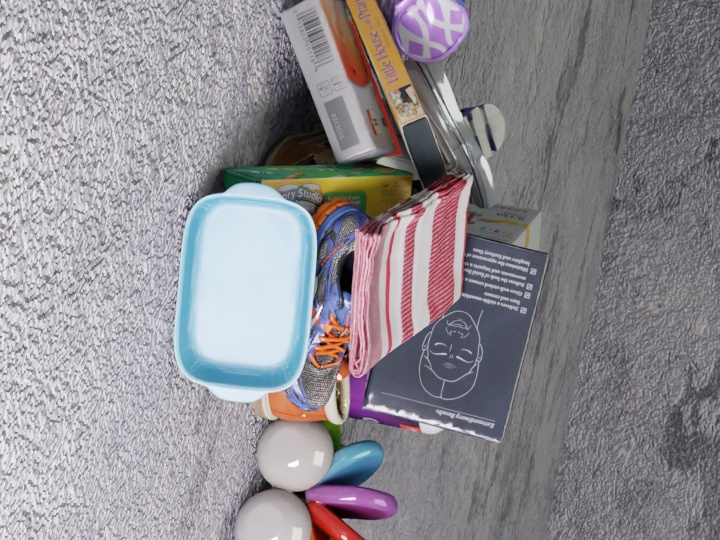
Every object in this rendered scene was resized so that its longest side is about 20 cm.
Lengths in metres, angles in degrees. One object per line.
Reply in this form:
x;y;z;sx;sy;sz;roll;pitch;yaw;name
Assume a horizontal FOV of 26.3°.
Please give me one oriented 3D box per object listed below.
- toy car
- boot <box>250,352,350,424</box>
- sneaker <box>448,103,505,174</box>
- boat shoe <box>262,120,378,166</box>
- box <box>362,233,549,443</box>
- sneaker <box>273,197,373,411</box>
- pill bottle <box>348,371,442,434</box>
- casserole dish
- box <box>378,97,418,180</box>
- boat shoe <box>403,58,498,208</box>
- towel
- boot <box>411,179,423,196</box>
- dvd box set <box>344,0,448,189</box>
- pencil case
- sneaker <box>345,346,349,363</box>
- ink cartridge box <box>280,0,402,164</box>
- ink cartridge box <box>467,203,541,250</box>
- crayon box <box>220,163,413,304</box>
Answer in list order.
-0.037;0.255;1.649;0.175;0.150;0.201;56;47;-65;toy car
-0.056;0.067;1.556;0.075;0.107;0.200;-46;140;-51;boot
0.068;-0.143;1.852;0.199;0.115;0.081;-27;110;-32;sneaker
-0.038;-0.104;1.557;0.200;0.074;0.076;-46;142;-56;boat shoe
0.097;0.060;1.594;0.107;0.148;0.201;-61;166;-88;box
-0.026;0.036;1.419;0.075;0.078;0.201;4;102;-42;sneaker
0.038;0.118;1.718;0.112;0.199;0.113;10;90;-73;pill bottle
-0.102;0.018;1.380;0.039;0.121;0.201;-87;-177;-78;casserole dish
0.028;-0.087;1.724;0.156;0.041;0.201;9;92;-43;box
0.087;-0.148;1.705;0.200;0.067;0.074;63;-2;-21;boat shoe
0.051;-0.001;1.430;0.200;0.023;0.144;-33;132;-52;towel
0.100;-0.020;1.718;0.211;0.079;0.158;2;96;-40;boot
0.034;-0.183;1.522;0.146;0.029;0.200;63;5;-60;dvd box set
0.048;-0.288;1.584;0.084;0.085;0.200;-50;-150;17;pencil case
0.000;0.001;1.610;0.060;0.104;0.200;117;-49;-67;sneaker
0.001;-0.192;1.560;0.200;0.050;0.163;-19;88;-67;ink cartridge box
0.151;-0.002;2.095;0.200;0.145;0.145;-40;137;-65;ink cartridge box
-0.043;-0.039;1.474;0.200;0.058;0.119;-5;107;-43;crayon box
